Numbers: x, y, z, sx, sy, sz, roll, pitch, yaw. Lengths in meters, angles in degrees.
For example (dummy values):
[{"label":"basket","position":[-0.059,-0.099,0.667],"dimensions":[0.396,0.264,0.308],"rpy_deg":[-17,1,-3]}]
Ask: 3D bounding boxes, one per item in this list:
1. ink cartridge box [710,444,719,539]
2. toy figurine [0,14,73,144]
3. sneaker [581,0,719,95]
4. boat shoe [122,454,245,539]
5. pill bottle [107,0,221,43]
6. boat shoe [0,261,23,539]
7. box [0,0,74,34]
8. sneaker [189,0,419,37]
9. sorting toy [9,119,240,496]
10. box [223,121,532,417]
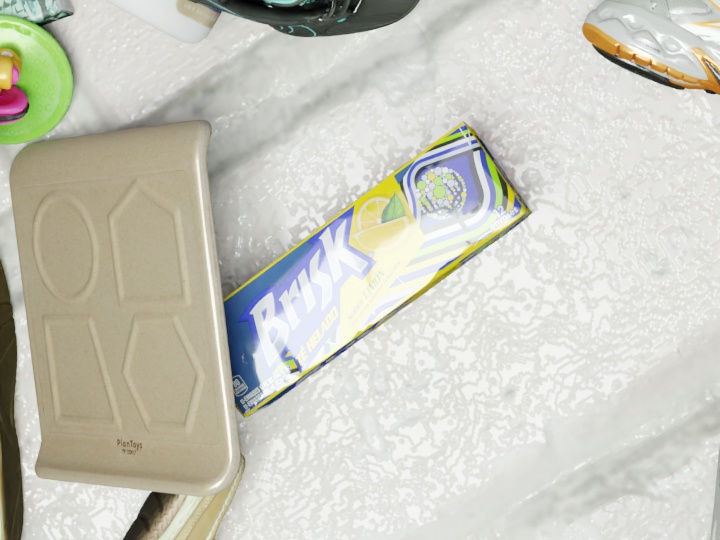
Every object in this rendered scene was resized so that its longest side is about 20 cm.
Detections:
[{"label":"ink cartridge box","position":[0.296,0.176,0.960],"dimensions":[0.197,0.086,0.150],"rpy_deg":[5,94,5]},{"label":"toy figurine","position":[-0.262,-0.077,0.941],"dimensions":[0.198,0.185,0.151],"rpy_deg":[12,120,-11]},{"label":"sneaker","position":[0.229,-0.131,0.958],"dimensions":[0.198,0.076,0.093],"rpy_deg":[24,92,4]},{"label":"boat shoe","position":[-0.113,0.189,1.027],"dimensions":[0.076,0.072,0.201],"rpy_deg":[31,106,-8]},{"label":"pill bottle","position":[-0.090,-0.240,0.967],"dimensions":[0.115,0.116,0.201],"rpy_deg":[31,96,4]},{"label":"boat shoe","position":[-0.240,0.077,1.028],"dimensions":[0.062,0.073,0.203],"rpy_deg":[-2,100,2]},{"label":"box","position":[-0.287,-0.190,1.034],"dimensions":[0.198,0.036,0.146],"rpy_deg":[-19,91,9]},{"label":"sneaker","position":[-0.031,-0.154,0.933],"dimensions":[0.079,0.199,0.076],"rpy_deg":[35,115,40]},{"label":"sorting toy","position":[-0.133,0.021,0.989],"dimensions":[0.184,0.036,0.203],"rpy_deg":[-2,92,46]},{"label":"box","position":[0.000,0.000,0.993],"dimensions":[0.199,0.070,0.065],"rpy_deg":[-37,85,7]}]
